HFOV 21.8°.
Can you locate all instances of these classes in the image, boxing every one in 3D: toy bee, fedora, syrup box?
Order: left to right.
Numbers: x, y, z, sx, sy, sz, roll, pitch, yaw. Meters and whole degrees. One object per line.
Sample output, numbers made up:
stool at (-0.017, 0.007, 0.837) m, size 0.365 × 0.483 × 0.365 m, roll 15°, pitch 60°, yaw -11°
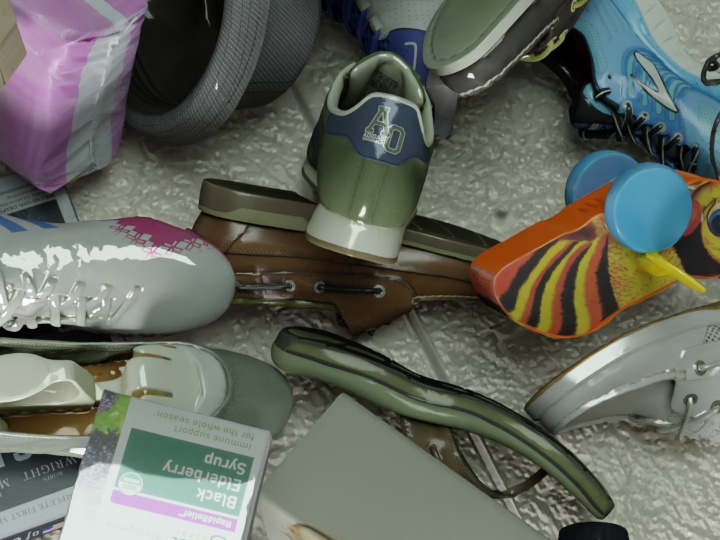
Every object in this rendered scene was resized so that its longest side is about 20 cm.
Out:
syrup box at (-0.093, 0.133, 0.886) m, size 0.079 × 0.200 × 0.082 m, roll 14°, pitch 64°, yaw 0°
fedora at (-0.089, -0.166, 1.068) m, size 0.090 × 0.177 × 0.200 m, roll -1°, pitch 48°, yaw -41°
toy bee at (0.164, -0.017, 0.999) m, size 0.200 × 0.131 × 0.109 m, roll -32°, pitch 110°, yaw 12°

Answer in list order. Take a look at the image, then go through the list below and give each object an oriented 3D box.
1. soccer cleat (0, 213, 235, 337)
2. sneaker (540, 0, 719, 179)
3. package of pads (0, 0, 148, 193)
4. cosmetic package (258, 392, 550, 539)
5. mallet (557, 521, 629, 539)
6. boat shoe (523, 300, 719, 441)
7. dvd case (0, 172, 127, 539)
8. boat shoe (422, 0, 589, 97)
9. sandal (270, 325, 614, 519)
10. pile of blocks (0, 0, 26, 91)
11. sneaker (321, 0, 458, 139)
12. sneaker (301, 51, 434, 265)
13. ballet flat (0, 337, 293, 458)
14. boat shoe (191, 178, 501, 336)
soccer cleat at (-0.167, 0.009, 0.968) m, size 0.200 × 0.070 × 0.086 m, roll 9°, pitch 28°, yaw 4°
sneaker at (0.164, -0.087, 1.090) m, size 0.090 × 0.078 × 0.200 m, roll -24°, pitch 61°, yaw -29°
package of pads at (-0.212, -0.145, 1.031) m, size 0.200 × 0.121 × 0.076 m, roll 37°, pitch 45°, yaw 16°
cosmetic package at (0.050, 0.159, 0.926) m, size 0.200 × 0.104 × 0.073 m, roll 33°, pitch 68°, yaw 23°
mallet at (0.198, 0.185, 0.996) m, size 0.200 × 0.041 × 0.066 m, roll 14°, pitch 66°, yaw -6°
boat shoe at (0.185, 0.060, 1.024) m, size 0.200 × 0.071 × 0.069 m, roll -18°, pitch 76°, yaw -24°
dvd case at (-0.202, 0.050, 1.008) m, size 0.150 × 0.025 × 0.200 m, roll -19°, pitch 68°, yaw -16°
boat shoe at (0.099, -0.155, 1.048) m, size 0.061 × 0.072 × 0.201 m, roll 58°, pitch 45°, yaw -26°
sandal at (0.041, 0.089, 1.005) m, size 0.201 × 0.080 × 0.057 m, roll 23°, pitch 90°, yaw 6°
pile of blocks at (-0.242, -0.087, 0.975) m, size 0.082 × 0.200 × 0.062 m, roll 35°, pitch 56°, yaw -12°
sneaker at (0.000, -0.166, 1.113) m, size 0.115 × 0.081 × 0.200 m, roll -2°, pitch 59°, yaw -5°
sneaker at (0.010, -0.073, 0.995) m, size 0.067 × 0.200 × 0.090 m, roll 15°, pitch 107°, yaw -4°
ballet flat at (-0.131, 0.065, 0.961) m, size 0.200 × 0.064 × 0.068 m, roll 0°, pitch 65°, yaw -8°
boat shoe at (0.000, 0.000, 1.042) m, size 0.200 × 0.072 × 0.068 m, roll 11°, pitch 97°, yaw -13°
